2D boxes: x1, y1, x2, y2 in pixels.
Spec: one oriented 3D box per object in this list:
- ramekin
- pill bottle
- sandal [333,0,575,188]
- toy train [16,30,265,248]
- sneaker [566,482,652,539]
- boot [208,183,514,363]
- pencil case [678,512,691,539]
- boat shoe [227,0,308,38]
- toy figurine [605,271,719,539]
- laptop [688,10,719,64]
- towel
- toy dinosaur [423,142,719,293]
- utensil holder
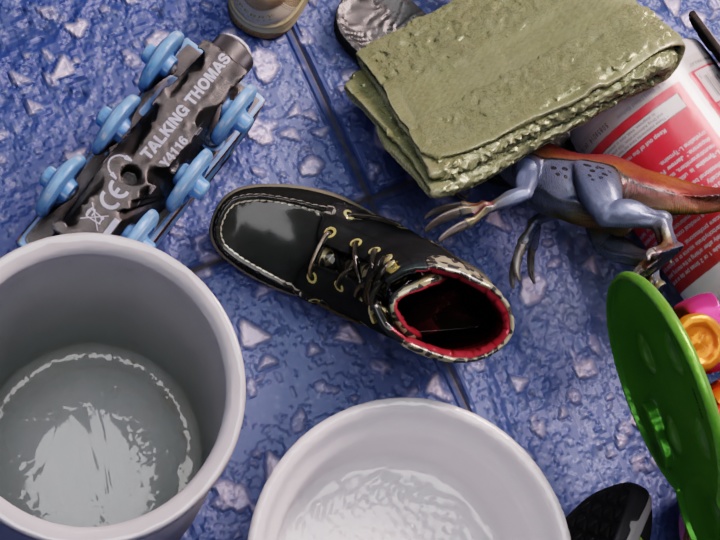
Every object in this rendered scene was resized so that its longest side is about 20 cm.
[{"bbox_3d":[0.024,0.188,1.038,0.198,0.098,0.203,3,72,-9],"label":"ramekin"},{"bbox_3d":[0.240,-0.047,1.141,0.112,0.112,0.201,-31,80,-17],"label":"pill bottle"},{"bbox_3d":[0.064,-0.129,1.171,0.200,0.048,0.076,38,71,4],"label":"sandal"},{"bbox_3d":[-0.138,-0.065,1.083,0.086,0.114,0.201,35,70,0],"label":"toy train"},{"bbox_3d":[0.153,0.237,1.073,0.082,0.071,0.202,31,69,-24],"label":"sneaker"},{"bbox_3d":[0.001,-0.001,1.060,0.202,0.154,0.074,21,93,-5],"label":"boot"},{"bbox_3d":[0.236,0.219,1.071,0.082,0.087,0.202,6,70,6],"label":"pencil case"},{"bbox_3d":[-0.034,-0.260,1.188,0.071,0.065,0.202,20,71,-2],"label":"boat shoe"},{"bbox_3d":[0.271,0.068,1.021,0.182,0.150,0.202,-19,89,-9],"label":"toy figurine"},{"bbox_3d":[0.344,-0.115,1.165,0.116,0.200,0.188,-38,68,15],"label":"laptop"},{"bbox_3d":[0.098,-0.134,1.110,0.199,0.037,0.149,-30,49,-4],"label":"towel"},{"bbox_3d":[0.135,-0.051,1.112,0.199,0.105,0.182,-35,64,-8],"label":"toy dinosaur"},{"bbox_3d":[-0.159,0.091,0.985,0.168,0.200,0.172,3,72,-9],"label":"utensil holder"}]
